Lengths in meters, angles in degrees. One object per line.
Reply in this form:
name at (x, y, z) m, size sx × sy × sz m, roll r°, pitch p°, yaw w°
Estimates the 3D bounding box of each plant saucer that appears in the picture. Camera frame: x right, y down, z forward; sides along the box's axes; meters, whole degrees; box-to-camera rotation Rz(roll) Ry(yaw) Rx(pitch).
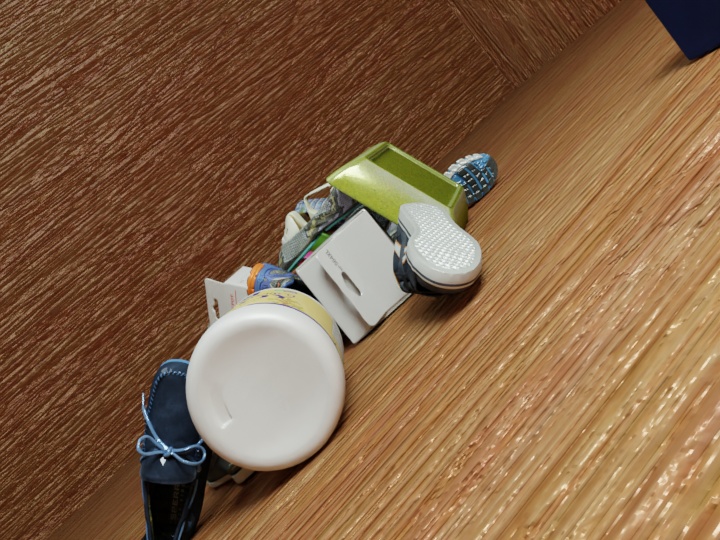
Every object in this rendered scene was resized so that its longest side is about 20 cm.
plant saucer at (0.070, -0.119, 0.891) m, size 0.049 × 0.197 × 0.200 m, roll -61°, pitch -4°, yaw 25°

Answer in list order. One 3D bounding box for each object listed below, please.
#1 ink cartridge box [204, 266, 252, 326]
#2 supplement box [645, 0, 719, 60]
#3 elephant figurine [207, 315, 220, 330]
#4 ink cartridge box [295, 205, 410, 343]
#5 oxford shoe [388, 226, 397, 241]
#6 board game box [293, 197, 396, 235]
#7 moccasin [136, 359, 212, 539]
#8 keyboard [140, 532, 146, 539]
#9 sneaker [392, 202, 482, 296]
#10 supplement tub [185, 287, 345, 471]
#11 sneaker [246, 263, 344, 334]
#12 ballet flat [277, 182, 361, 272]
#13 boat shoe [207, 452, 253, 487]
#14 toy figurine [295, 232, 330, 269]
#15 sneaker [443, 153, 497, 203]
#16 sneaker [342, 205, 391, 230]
ink cartridge box at (-0.161, 0.067, 1.059) m, size 0.068 × 0.195 × 0.119 m, roll -49°, pitch -35°, yaw -56°
supplement box at (0.403, -0.338, 0.644) m, size 0.200 × 0.110 × 0.109 m, roll -43°, pitch 5°, yaw -13°
elephant figurine at (-0.223, 0.186, 1.178) m, size 0.139 × 0.155 × 0.205 m, roll -11°, pitch -56°, yaw -32°
ink cartridge box at (0.000, 0.000, 0.884) m, size 0.125 × 0.129 × 0.200 m, roll -41°, pitch 5°, yaw 5°
oxford shoe at (0.022, 0.011, 1.030) m, size 0.200 × 0.075 × 0.058 m, roll -44°, pitch 49°, yaw 5°
board game box at (0.008, -0.091, 1.207) m, size 0.196 × 0.199 × 0.063 m, roll 0°, pitch 65°, yaw 38°
moccasin at (-0.181, 0.194, 0.626) m, size 0.078 × 0.206 × 0.068 m, roll 1°, pitch 15°, yaw 1°
keyboard at (-0.261, 0.321, 0.738) m, size 0.104 × 0.040 × 0.200 m, roll -43°, pitch 6°, yaw 9°
sneaker at (0.077, -0.006, 0.654) m, size 0.201 × 0.076 × 0.082 m, roll -96°, pitch 11°, yaw -68°
supplement tub at (-0.086, 0.096, 0.632) m, size 0.145 × 0.146 × 0.200 m, roll -41°, pitch 5°, yaw 1°
sneaker at (-0.077, 0.055, 0.918) m, size 0.077 × 0.198 × 0.077 m, roll 12°, pitch 78°, yaw 44°
ballet flat at (-0.072, -0.074, 0.937) m, size 0.199 × 0.072 × 0.072 m, roll -41°, pitch 4°, yaw 24°
boat shoe at (-0.161, 0.211, 0.747) m, size 0.073 × 0.062 × 0.199 m, roll -44°, pitch 5°, yaw -29°
toy figurine at (-0.099, 0.058, 1.237) m, size 0.146 × 0.202 × 0.187 m, roll -2°, pitch 46°, yaw 25°
sneaker at (0.153, -0.125, 1.085) m, size 0.199 × 0.075 × 0.087 m, roll -42°, pitch -1°, yaw 8°
sneaker at (0.009, -0.027, 1.098) m, size 0.202 × 0.083 × 0.120 m, roll -54°, pitch -25°, yaw 12°
